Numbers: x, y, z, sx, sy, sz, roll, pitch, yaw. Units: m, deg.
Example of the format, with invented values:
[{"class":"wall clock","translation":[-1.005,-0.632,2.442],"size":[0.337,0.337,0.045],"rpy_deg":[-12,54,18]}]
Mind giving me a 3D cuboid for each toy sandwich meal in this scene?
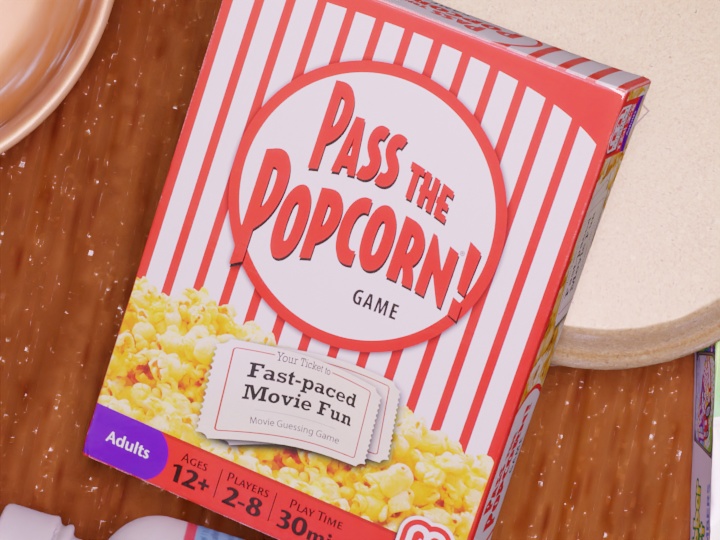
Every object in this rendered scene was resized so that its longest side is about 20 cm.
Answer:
[{"class":"toy sandwich meal","translation":[0.090,-0.062,1.100],"size":[0.204,0.070,0.206],"rpy_deg":[0,87,-1]}]

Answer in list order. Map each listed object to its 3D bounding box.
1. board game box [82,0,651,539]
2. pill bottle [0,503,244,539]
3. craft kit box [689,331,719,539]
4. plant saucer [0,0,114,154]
[{"class":"board game box","translation":[0.000,0.000,1.047],"size":[0.151,0.046,0.201],"rpy_deg":[21,104,14]},{"class":"pill bottle","translation":[-0.046,0.153,1.048],"size":[0.199,0.109,0.109],"rpy_deg":[18,84,-2]},{"class":"craft kit box","translation":[0.224,0.116,1.107],"size":[0.199,0.049,0.199],"rpy_deg":[3,87,-4]},{"class":"plant saucer","translation":[-0.189,-0.126,1.097],"size":[0.199,0.037,0.201],"rpy_deg":[0,84,-4]}]
